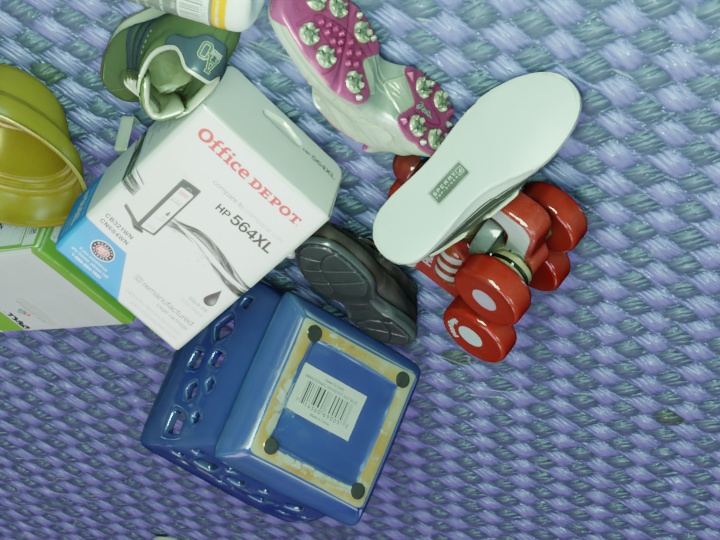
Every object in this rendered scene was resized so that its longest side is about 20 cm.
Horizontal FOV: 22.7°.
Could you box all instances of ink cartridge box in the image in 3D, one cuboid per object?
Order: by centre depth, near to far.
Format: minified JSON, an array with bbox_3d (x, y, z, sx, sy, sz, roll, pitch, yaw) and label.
[{"bbox_3d":[-0.135,-0.053,1.507,0.146,0.085,0.200,41,119,-16],"label":"ink cartridge box"},{"bbox_3d":[-0.336,-0.007,1.825,0.199,0.076,0.148,-4,146,37],"label":"ink cartridge box"}]

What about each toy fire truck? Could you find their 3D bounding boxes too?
[{"bbox_3d":[0.090,-0.028,1.528,0.167,0.112,0.200,35,157,11],"label":"toy fire truck"}]

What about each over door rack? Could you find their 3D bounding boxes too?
[{"bbox_3d":[-0.126,-0.058,1.623,0.147,0.067,0.200,4,150,22],"label":"over door rack"}]

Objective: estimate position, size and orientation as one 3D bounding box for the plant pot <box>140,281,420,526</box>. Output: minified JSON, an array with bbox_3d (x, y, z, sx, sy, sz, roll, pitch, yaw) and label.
[{"bbox_3d":[-0.068,0.129,1.746,0.199,0.201,0.179,31,167,-27],"label":"plant pot"}]

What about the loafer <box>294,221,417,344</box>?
[{"bbox_3d":[0.000,0.000,1.649,0.071,0.063,0.200,2,153,29],"label":"loafer"}]

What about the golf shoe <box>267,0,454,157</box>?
[{"bbox_3d":[-0.015,-0.148,1.392,0.091,0.076,0.200,-7,143,43],"label":"golf shoe"}]

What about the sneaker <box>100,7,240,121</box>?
[{"bbox_3d":[-0.162,-0.159,1.431,0.067,0.090,0.200,30,150,-25],"label":"sneaker"}]

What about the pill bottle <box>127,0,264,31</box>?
[{"bbox_3d":[-0.157,-0.246,1.244,0.198,0.117,0.117,17,153,2],"label":"pill bottle"}]

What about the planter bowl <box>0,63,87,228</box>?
[{"bbox_3d":[-0.323,-0.126,1.589,0.199,0.084,0.201,14,153,7],"label":"planter bowl"}]

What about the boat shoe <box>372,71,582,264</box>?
[{"bbox_3d":[0.094,-0.081,1.403,0.200,0.071,0.064,-40,167,16],"label":"boat shoe"}]

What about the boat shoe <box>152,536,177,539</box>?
[{"bbox_3d":[-0.221,0.452,2.616,0.199,0.060,0.072,26,150,-17],"label":"boat shoe"}]
